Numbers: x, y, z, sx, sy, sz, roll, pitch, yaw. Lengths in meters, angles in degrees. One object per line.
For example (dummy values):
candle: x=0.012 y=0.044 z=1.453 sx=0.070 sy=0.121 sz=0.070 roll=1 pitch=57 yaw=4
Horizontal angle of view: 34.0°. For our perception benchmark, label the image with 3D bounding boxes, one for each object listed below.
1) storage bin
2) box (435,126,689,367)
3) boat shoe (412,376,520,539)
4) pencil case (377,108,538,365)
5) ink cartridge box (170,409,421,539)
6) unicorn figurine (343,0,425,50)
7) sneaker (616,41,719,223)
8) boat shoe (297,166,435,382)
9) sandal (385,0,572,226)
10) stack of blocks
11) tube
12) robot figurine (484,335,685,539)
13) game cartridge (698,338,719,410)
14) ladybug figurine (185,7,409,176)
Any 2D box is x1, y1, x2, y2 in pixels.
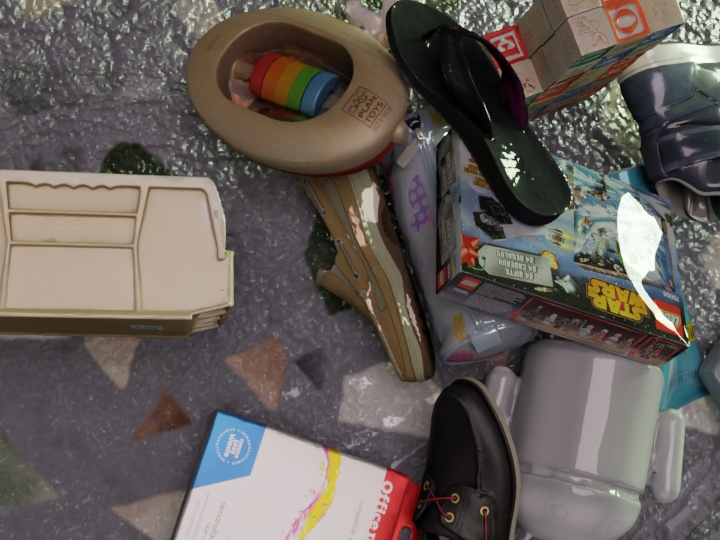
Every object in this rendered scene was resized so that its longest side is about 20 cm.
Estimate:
storage bin: x=-0.192 y=-0.005 z=0.836 sx=0.195 sy=0.200 sz=0.095 roll=1 pitch=83 yaw=-9
box: x=0.149 y=-0.019 z=0.878 sx=0.198 sy=0.040 sz=0.138 roll=18 pitch=53 yaw=-20
boat shoe: x=0.077 y=0.184 z=0.891 sx=0.063 sy=0.073 sz=0.205 roll=-10 pitch=103 yaw=-40
pencil case: x=0.074 y=-0.028 z=0.923 sx=0.082 sy=0.091 sz=0.203 roll=-15 pitch=73 yaw=-7
ink cartridge box: x=-0.037 y=0.193 z=0.901 sx=0.197 sy=0.067 sz=0.118 roll=19 pitch=79 yaw=-7
unicorn figurine: x=0.038 y=-0.267 z=0.975 sx=0.198 sy=0.074 sz=0.139 roll=-29 pitch=98 yaw=-18
sneaker: x=0.312 y=-0.117 z=0.985 sx=0.200 sy=0.077 sz=0.148 roll=-9 pitch=77 yaw=-23
boat shoe: x=0.000 y=0.000 z=0.943 sx=0.075 sy=0.072 sz=0.202 roll=-19 pitch=77 yaw=2
sandal: x=0.094 y=-0.127 z=0.857 sx=0.075 sy=0.048 sz=0.201 roll=-27 pitch=76 yaw=-39
stack of blocks: x=0.152 y=-0.169 z=0.918 sx=0.114 sy=0.200 sz=0.059 roll=-20 pitch=86 yaw=-13
tube: x=0.243 y=0.015 z=0.984 sx=0.077 sy=0.050 sz=0.203 roll=-13 pitch=85 yaw=-36
robot figurine: x=0.173 y=0.129 z=0.922 sx=0.167 sy=0.113 sz=0.203 roll=14 pitch=80 yaw=5
game cartridge: x=0.385 y=0.076 z=0.999 sx=0.199 sy=0.042 sz=0.134 roll=-31 pitch=85 yaw=-17
ladybug figurine: x=-0.046 y=-0.132 z=0.917 sx=0.199 sy=0.072 sz=0.136 roll=28 pitch=71 yaw=27
